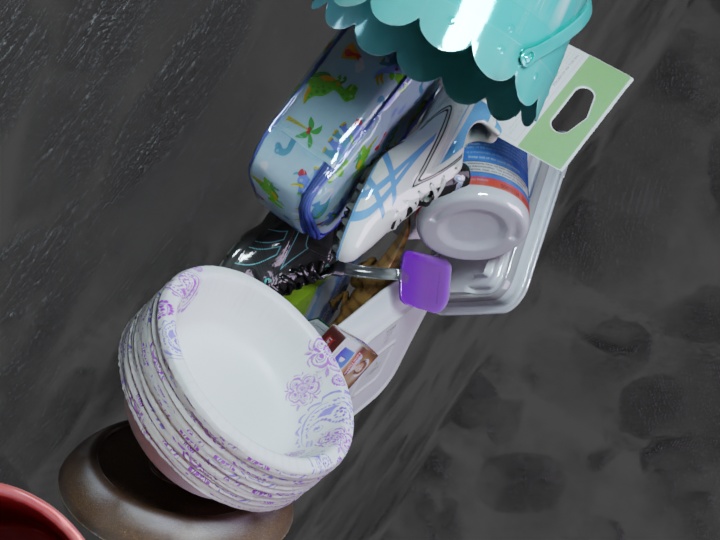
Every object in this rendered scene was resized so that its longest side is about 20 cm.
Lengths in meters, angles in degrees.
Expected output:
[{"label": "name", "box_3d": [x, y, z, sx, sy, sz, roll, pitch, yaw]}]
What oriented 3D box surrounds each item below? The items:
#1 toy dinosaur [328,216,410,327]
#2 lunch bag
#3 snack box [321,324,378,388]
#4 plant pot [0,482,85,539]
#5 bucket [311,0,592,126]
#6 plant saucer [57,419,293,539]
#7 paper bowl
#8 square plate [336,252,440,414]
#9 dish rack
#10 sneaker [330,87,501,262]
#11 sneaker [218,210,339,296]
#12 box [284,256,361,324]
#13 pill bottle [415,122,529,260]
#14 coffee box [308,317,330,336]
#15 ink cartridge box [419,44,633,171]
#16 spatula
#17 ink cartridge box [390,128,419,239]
[{"label": "toy dinosaur", "box_3d": [0.019, 0.007, 1.862, 0.200, 0.060, 0.106, -55, 176, 20]}, {"label": "lunch bag", "box_3d": [-0.009, -0.128, 1.602, 0.200, 0.082, 0.161, -53, 172, -11]}, {"label": "snack box", "box_3d": [-0.069, 0.139, 1.752, 0.200, 0.024, 0.072, -49, 149, 5]}, {"label": "plant pot", "box_3d": [-0.266, 0.248, 1.325, 0.201, 0.200, 0.177, -55, 179, -5]}, {"label": "bucket", "box_3d": [0.079, -0.216, 1.433, 0.135, 0.207, 0.207, -61, 169, -2]}, {"label": "plant saucer", "box_3d": [-0.151, 0.175, 1.559, 0.200, 0.199, 0.032, -37, 146, -60]}, {"label": "paper bowl", "box_3d": [-0.110, 0.104, 1.513, 0.104, 0.201, 0.201, -40, 178, 29]}, {"label": "square plate", "box_3d": [0.003, 0.093, 1.881, 0.200, 0.028, 0.199, -36, 158, -49]}, {"label": "dish rack", "box_3d": [0.130, -0.054, 1.914, 0.171, 0.043, 0.201, -3, -115, 58]}, {"label": "sneaker", "box_3d": [0.047, -0.078, 1.592, 0.200, 0.072, 0.072, -49, 172, -23]}, {"label": "sneaker", "box_3d": [-0.066, -0.014, 1.683, 0.200, 0.079, 0.075, -53, 169, -12]}, {"label": "box", "box_3d": [-0.079, 0.049, 1.885, 0.200, 0.048, 0.122, -40, 160, -55]}, {"label": "pill bottle", "box_3d": [0.109, -0.120, 1.838, 0.112, 0.112, 0.201, 108, -13, -55]}, {"label": "coffee box", "box_3d": [-0.099, 0.113, 1.775, 0.123, 0.044, 0.200, -59, 161, 22]}, {"label": "ink cartridge box", "box_3d": [0.138, -0.175, 1.782, 0.146, 0.199, 0.048, -50, 165, -30]}, {"label": "spatula", "box_3d": [0.000, 0.000, 1.797, 0.021, 0.199, 0.057, 154, -56, -65]}, {"label": "ink cartridge box", "box_3d": [0.075, -0.100, 2.077, 0.116, 0.067, 0.200, -59, 169, 9]}]
